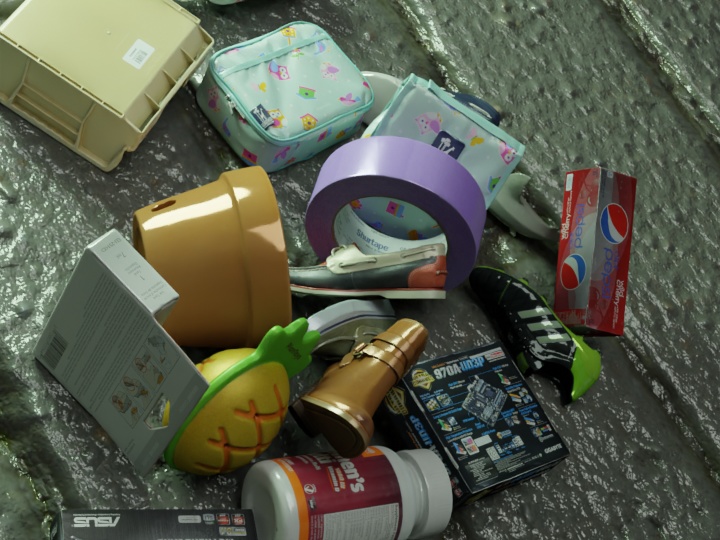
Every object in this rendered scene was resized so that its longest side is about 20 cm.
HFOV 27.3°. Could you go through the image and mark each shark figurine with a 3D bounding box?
[{"bbox_3d":[0.213,-0.088,1.880,0.214,0.090,0.128,35,50,-1],"label":"shark figurine"}]

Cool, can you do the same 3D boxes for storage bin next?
[{"bbox_3d":[-0.300,-0.245,1.701,0.198,0.094,0.200,34,48,-5],"label":"storage bin"}]

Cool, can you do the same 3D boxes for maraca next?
[{"bbox_3d":[-0.119,0.126,1.489,0.200,0.137,0.107,-44,70,-3],"label":"maraca"}]

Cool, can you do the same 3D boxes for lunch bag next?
[{"bbox_3d":[0.081,-0.125,1.755,0.170,0.200,0.122,33,48,-6],"label":"lunch bag"},{"bbox_3d":[-0.094,-0.216,1.803,0.199,0.077,0.161,-27,74,-39],"label":"lunch bag"}]

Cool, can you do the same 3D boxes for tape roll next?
[{"bbox_3d":[0.040,-0.057,1.685,0.199,0.200,0.066,26,48,-10],"label":"tape roll"}]

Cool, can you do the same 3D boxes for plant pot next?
[{"bbox_3d":[-0.160,-0.002,1.556,0.139,0.200,0.201,-8,61,-14],"label":"plant pot"}]

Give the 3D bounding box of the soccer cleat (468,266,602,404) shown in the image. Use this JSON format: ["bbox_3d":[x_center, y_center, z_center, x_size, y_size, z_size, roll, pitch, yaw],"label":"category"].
[{"bbox_3d":[0.201,0.075,1.777,0.200,0.068,0.081,41,61,2],"label":"soccer cleat"}]

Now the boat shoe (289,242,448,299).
[{"bbox_3d":[0.000,0.000,1.659,0.198,0.071,0.063,1,90,14],"label":"boat shoe"}]

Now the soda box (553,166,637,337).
[{"bbox_3d":[0.288,-0.022,1.829,0.070,0.063,0.202,14,79,-35],"label":"soda box"}]

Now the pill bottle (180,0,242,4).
[{"bbox_3d":[-0.149,-0.398,1.877,0.199,0.111,0.111,-21,70,-37],"label":"pill bottle"}]

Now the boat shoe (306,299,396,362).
[{"bbox_3d":[-0.009,0.072,1.624,0.200,0.072,0.062,-9,68,-59],"label":"boat shoe"}]

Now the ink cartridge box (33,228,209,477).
[{"bbox_3d":[-0.224,0.084,1.442,0.176,0.200,0.045,46,48,7],"label":"ink cartridge box"}]

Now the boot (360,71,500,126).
[{"bbox_3d":[0.080,-0.207,1.900,0.199,0.073,0.090,25,28,5],"label":"boot"}]

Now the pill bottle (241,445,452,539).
[{"bbox_3d":[-0.013,0.237,1.512,0.199,0.110,0.110,-4,60,-31],"label":"pill bottle"}]

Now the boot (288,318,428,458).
[{"bbox_3d":[0.012,0.110,1.505,0.154,0.200,0.074,-38,103,-13],"label":"boot"}]

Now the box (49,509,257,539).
[{"bbox_3d":[-0.189,0.308,1.407,0.199,0.048,0.159,5,56,-26],"label":"box"}]

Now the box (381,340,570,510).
[{"bbox_3d":[0.128,0.169,1.651,0.199,0.046,0.160,-11,64,-49],"label":"box"}]
